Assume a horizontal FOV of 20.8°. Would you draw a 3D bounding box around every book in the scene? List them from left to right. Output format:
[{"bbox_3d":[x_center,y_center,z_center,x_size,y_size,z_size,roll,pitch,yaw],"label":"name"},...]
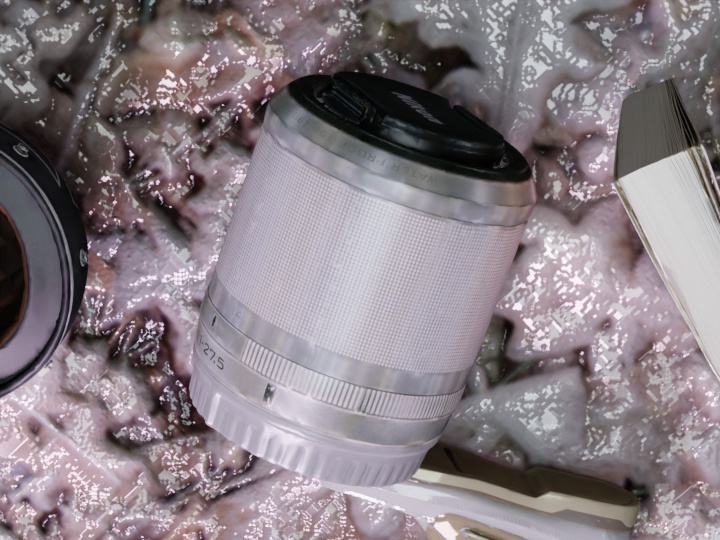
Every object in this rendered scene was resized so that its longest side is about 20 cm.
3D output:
[{"bbox_3d":[0.182,-0.020,1.067,0.048,0.200,0.134,-23,102,12],"label":"book"}]

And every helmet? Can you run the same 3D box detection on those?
[{"bbox_3d":[-0.259,-0.006,1.128,0.199,0.190,0.202,20,119,41],"label":"helmet"}]

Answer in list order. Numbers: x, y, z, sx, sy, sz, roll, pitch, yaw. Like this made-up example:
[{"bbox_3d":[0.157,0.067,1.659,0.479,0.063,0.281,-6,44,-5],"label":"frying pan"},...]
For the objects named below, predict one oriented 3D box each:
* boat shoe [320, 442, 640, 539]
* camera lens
[{"bbox_3d":[0.066,0.149,1.192,0.198,0.075,0.069,14,101,2],"label":"boat shoe"},{"bbox_3d":[0.000,0.000,1.114,0.159,0.160,0.201,20,107,1],"label":"camera lens"}]
